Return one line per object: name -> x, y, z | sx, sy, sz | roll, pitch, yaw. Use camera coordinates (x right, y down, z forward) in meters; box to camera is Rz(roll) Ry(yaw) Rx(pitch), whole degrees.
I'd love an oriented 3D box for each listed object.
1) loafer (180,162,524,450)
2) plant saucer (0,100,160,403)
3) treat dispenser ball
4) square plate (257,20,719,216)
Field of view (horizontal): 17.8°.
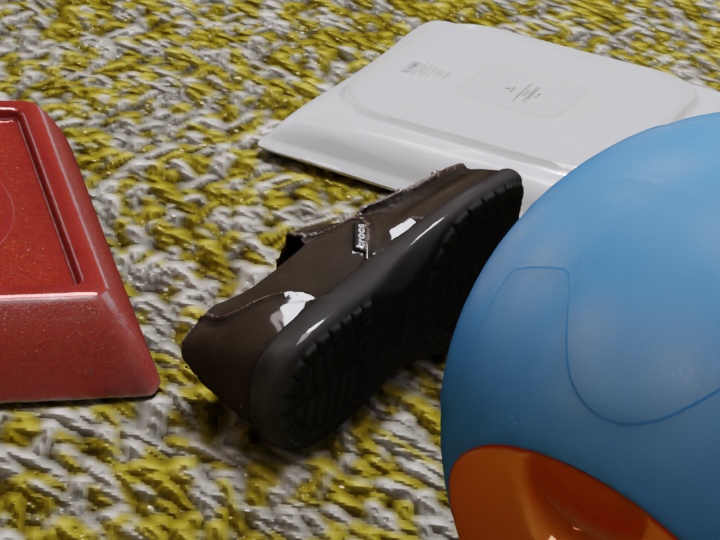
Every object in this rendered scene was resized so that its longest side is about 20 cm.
loafer -> 0.000, 0.000, 0.925 | 0.071, 0.073, 0.200 | 22, 31, 25
plant saucer -> -0.196, -0.016, 0.930 | 0.199, 0.037, 0.200 | -2, 34, -19
treat dispenser ball -> 0.125, 0.050, 0.713 | 0.200, 0.202, 0.201 | 5, 26, -3
square plate -> 0.079, -0.077, 1.151 | 0.198, 0.029, 0.200 | 17, 28, 20
